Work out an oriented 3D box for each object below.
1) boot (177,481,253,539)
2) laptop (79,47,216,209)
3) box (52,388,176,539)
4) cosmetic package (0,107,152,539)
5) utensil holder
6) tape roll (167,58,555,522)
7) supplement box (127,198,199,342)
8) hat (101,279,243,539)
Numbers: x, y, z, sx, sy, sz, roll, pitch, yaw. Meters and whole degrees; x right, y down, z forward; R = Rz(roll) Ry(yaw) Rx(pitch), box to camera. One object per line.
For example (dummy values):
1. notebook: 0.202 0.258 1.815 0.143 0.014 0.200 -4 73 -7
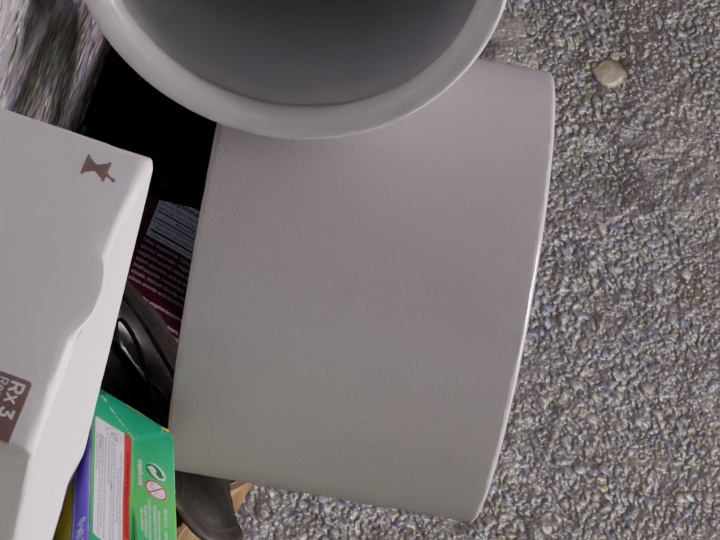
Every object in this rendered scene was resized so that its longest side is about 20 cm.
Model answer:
1. boot: -0.100 0.126 1.127 0.200 0.073 0.076 -48 153 -48
2. laptop: -0.074 -0.114 1.168 0.116 0.199 0.188 33 73 -57
3. box: -0.150 0.149 0.854 0.200 0.048 0.118 -47 -155 21
4. cosmetic package: -0.131 0.046 0.710 0.200 0.081 0.113 110 -2 -54
5. utensil holder: -0.015 -0.176 0.881 0.200 0.169 0.170 -78 -173 -55
6. tape roll: 0.000 0.000 0.958 0.203 0.138 0.204 -170 -90 -89
7. supplement box: -0.137 0.038 1.218 0.109 0.061 0.201 -26 -141 53
8. hat: -0.135 0.059 1.039 0.081 0.201 0.201 -28 -171 8
